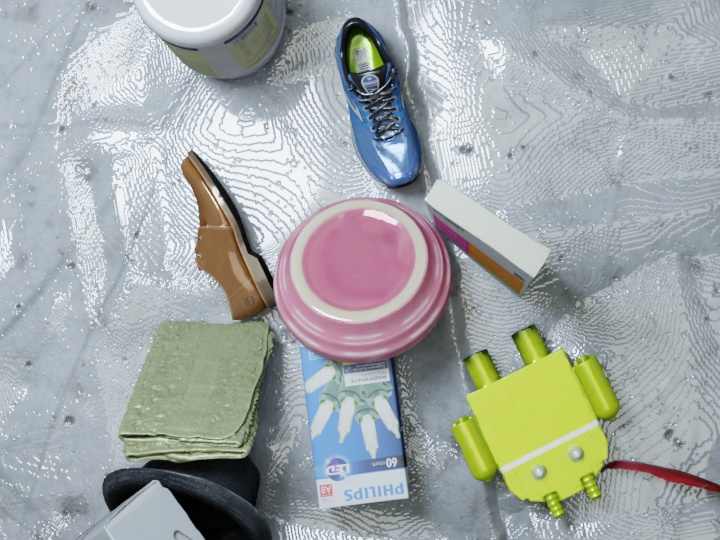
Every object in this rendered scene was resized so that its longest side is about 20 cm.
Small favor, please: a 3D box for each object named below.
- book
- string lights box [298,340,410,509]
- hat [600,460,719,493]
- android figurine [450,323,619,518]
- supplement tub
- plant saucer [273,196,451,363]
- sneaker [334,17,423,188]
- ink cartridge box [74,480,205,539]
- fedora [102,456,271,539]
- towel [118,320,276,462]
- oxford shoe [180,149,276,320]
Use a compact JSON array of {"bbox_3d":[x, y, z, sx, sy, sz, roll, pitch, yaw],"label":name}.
[{"bbox_3d":[0.130,-0.033,1.291,0.133,0.200,0.048,35,90,7],"label":"book"},{"bbox_3d":[-0.007,0.154,1.359,0.101,0.059,0.203,-8,84,3],"label":"string lights box"},{"bbox_3d":[0.415,0.207,1.337,0.199,0.175,0.167,30,85,-31],"label":"hat"},{"bbox_3d":[0.195,0.168,1.350,0.180,0.041,0.202,-24,82,3],"label":"android figurine"},{"bbox_3d":[-0.159,-0.293,1.340,0.142,0.200,0.148,0,85,5],"label":"supplement tub"},{"bbox_3d":[0.000,0.000,1.338,0.197,0.051,0.203,-3,59,6],"label":"plant saucer"},{"bbox_3d":[0.013,-0.188,1.371,0.078,0.089,0.203,-20,84,4],"label":"sneaker"},{"bbox_3d":[-0.236,0.326,1.289,0.146,0.200,0.083,53,48,1],"label":"ink cartridge box"},{"bbox_3d":[-0.178,0.241,1.341,0.198,0.202,0.092,19,51,7],"label":"fedora"},{"bbox_3d":[-0.174,0.128,1.332,0.146,0.037,0.201,1,41,6],"label":"towel"},{"bbox_3d":[-0.163,-0.039,1.385,0.071,0.071,0.202,-26,85,4],"label":"oxford shoe"}]
